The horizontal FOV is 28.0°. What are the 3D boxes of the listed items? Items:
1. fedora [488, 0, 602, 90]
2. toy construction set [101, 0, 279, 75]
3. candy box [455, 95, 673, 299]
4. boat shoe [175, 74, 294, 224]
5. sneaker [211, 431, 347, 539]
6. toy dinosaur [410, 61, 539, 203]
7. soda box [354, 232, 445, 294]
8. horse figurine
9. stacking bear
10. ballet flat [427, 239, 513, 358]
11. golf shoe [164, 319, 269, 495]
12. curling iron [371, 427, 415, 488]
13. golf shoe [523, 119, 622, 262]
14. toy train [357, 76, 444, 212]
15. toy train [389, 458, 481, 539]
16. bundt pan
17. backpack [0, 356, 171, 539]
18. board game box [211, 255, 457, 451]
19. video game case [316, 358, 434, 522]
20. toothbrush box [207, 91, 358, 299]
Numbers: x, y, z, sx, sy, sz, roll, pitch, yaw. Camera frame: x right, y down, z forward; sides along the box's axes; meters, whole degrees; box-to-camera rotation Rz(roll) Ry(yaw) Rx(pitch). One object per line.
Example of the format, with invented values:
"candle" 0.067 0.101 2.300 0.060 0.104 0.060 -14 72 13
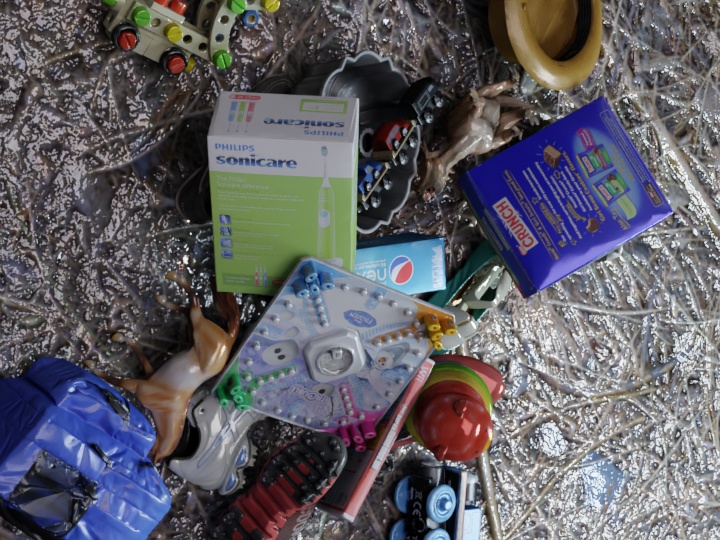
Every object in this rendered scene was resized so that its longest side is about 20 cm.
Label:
"fedora" 0.213 -0.309 1.744 0.200 0.082 0.202 6 82 -46
"toy construction set" -0.195 -0.279 1.495 0.199 0.092 0.131 28 105 -24
"candy box" 0.243 -0.086 1.733 0.199 0.077 0.170 -28 83 -12
"boat shoe" -0.124 -0.131 1.578 0.067 0.057 0.200 44 73 -28
"sneaker" -0.079 0.247 1.606 0.201 0.071 0.098 -48 162 21
"toy dinosaur" 0.127 -0.172 1.711 0.086 0.135 0.200 57 40 -8
"soda box" 0.000 0.000 1.667 0.199 0.068 0.065 -8 101 -32
"horse figurine" -0.194 0.090 1.526 0.133 0.050 0.200 44 89 9
"stacking bear" 0.104 0.164 1.644 0.113 0.200 0.122 30 95 -3
"ballet flat" 0.128 0.041 1.751 0.200 0.070 0.067 -51 123 -16
"golf shoe" -0.150 0.143 1.589 0.097 0.078 0.201 20 84 -26
"curling iron" 0.070 0.208 1.759 0.199 0.026 0.050 -25 79 -30
"golf shoe" 0.273 -0.101 1.818 0.077 0.088 0.201 -36 112 -22
"toy train" 0.036 -0.142 1.594 0.200 0.034 0.046 -58 132 -30
"toy train" 0.098 0.329 1.765 0.114 0.086 0.201 2 93 -42
"bundt pan" -0.020 -0.143 1.609 0.201 0.075 0.203 -11 103 -52
"backpack" -0.283 0.200 1.449 0.168 0.162 0.200 -48 121 -7
"board game box" -0.026 0.096 1.535 0.199 0.026 0.200 21 118 -29
"video game case" 0.013 0.190 1.656 0.017 0.143 0.201 30 79 -11
"toothbrush box" -0.076 -0.075 1.480 0.145 0.086 0.201 3 130 3
